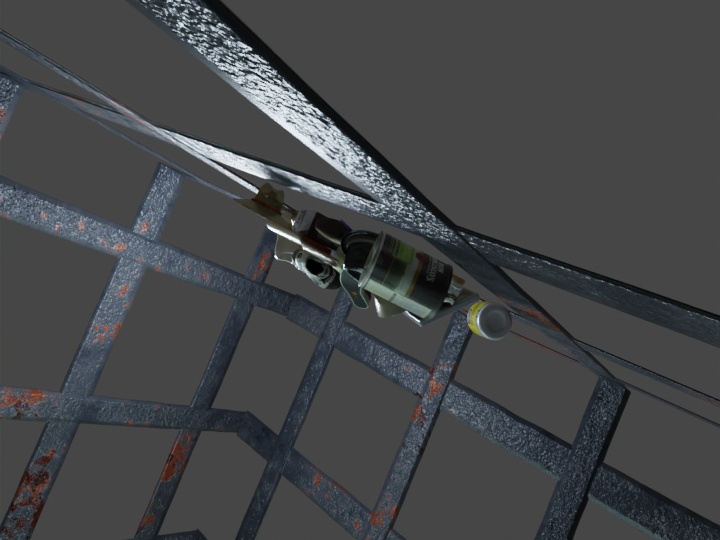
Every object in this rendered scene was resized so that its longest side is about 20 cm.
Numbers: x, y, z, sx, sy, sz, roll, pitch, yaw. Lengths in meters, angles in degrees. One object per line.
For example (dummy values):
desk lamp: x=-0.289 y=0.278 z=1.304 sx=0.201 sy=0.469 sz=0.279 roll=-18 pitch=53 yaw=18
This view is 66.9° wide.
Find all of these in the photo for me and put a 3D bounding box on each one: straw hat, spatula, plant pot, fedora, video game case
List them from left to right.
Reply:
straw hat: x=-0.254 y=-0.194 z=1.518 sx=0.197 sy=0.087 sz=0.201 roll=29 pitch=-177 yaw=-2
spatula: x=0.023 y=-0.086 z=1.502 sx=0.196 sy=0.021 sz=0.057 roll=29 pitch=173 yaw=9
fedora: x=0.025 y=-0.017 z=1.468 sx=0.194 sy=0.094 sz=0.203 roll=17 pitch=148 yaw=11
plant pot: x=0.119 y=0.038 z=1.693 sx=0.138 sy=0.195 sz=0.200 roll=66 pitch=172 yaw=-6
video game case: x=0.233 y=0.099 z=1.632 sx=0.182 sy=0.194 sz=0.023 roll=-147 pitch=35 yaw=-73

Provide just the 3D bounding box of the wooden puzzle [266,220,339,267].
wooden puzzle: x=-0.172 y=-0.087 z=1.669 sx=0.182 sy=0.038 sz=0.199 roll=24 pitch=172 yaw=44

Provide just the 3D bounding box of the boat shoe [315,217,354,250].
boat shoe: x=-0.045 y=-0.081 z=1.572 sx=0.197 sy=0.075 sz=0.076 roll=26 pitch=138 yaw=14

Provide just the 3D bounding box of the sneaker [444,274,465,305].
sneaker: x=0.234 y=0.050 z=1.587 sx=0.074 sy=0.090 sz=0.200 roll=23 pitch=180 yaw=-9

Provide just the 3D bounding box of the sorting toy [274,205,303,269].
sorting toy: x=-0.227 y=-0.108 z=1.978 sx=0.195 sy=0.185 sz=0.107 roll=24 pitch=178 yaw=15

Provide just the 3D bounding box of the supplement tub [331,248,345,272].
supplement tub: x=-0.023 y=-0.033 z=1.844 sx=0.195 sy=0.149 sz=0.145 roll=24 pitch=178 yaw=14

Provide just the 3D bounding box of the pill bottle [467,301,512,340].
pill bottle: x=0.409 y=0.159 z=1.768 sx=0.109 sy=0.116 sz=0.200 roll=24 pitch=177 yaw=-2

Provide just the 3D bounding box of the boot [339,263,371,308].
boot: x=0.000 y=0.000 z=1.659 sx=0.070 sy=0.148 sz=0.202 roll=6 pitch=147 yaw=22

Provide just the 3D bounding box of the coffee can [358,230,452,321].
coffee can: x=0.110 y=0.014 z=1.344 sx=0.195 sy=0.150 sz=0.146 roll=25 pitch=178 yaw=-6

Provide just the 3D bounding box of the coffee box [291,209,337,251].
coffee box: x=-0.136 y=-0.130 z=1.725 sx=0.111 sy=0.082 sz=0.199 roll=27 pitch=178 yaw=-22

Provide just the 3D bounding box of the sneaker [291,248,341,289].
sneaker: x=-0.118 y=0.009 z=1.670 sx=0.198 sy=0.076 sz=0.088 roll=32 pitch=175 yaw=-35

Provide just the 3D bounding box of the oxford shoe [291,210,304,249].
oxford shoe: x=-0.169 y=-0.111 z=1.864 sx=0.203 sy=0.071 sz=0.071 roll=57 pitch=162 yaw=-16
